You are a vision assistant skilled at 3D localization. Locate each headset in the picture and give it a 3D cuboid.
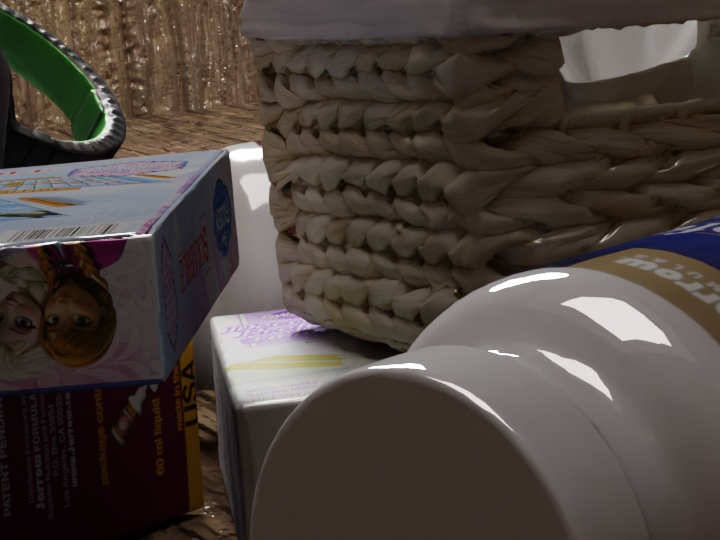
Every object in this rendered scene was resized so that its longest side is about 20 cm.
[{"bbox_3d":[-0.197,-0.082,1.172,0.199,0.094,0.124,21,26,-36],"label":"headset"}]

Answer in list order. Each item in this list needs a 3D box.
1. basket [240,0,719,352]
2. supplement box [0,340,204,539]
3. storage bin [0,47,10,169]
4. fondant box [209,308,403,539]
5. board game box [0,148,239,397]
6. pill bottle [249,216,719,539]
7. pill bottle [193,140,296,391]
[{"bbox_3d":[0.054,-0.042,0.877,0.135,0.124,0.200,-7,8,-20],"label":"basket"},{"bbox_3d":[-0.155,0.054,0.879,0.110,0.086,0.200,2,11,36],"label":"supplement box"},{"bbox_3d":[-0.245,-0.025,1.057,0.199,0.146,0.134,7,19,-4],"label":"storage bin"},{"bbox_3d":[0.025,0.048,0.910,0.143,0.059,0.200,-6,6,-5],"label":"fondant box"},{"bbox_3d":[-0.142,0.003,0.777,0.199,0.041,0.200,-4,8,4],"label":"board game box"},{"bbox_3d":[0.074,0.050,0.632,0.115,0.117,0.199,1,10,40],"label":"pill bottle"},{"bbox_3d":[0.000,0.000,1.078,0.199,0.114,0.113,-7,7,-11],"label":"pill bottle"}]
